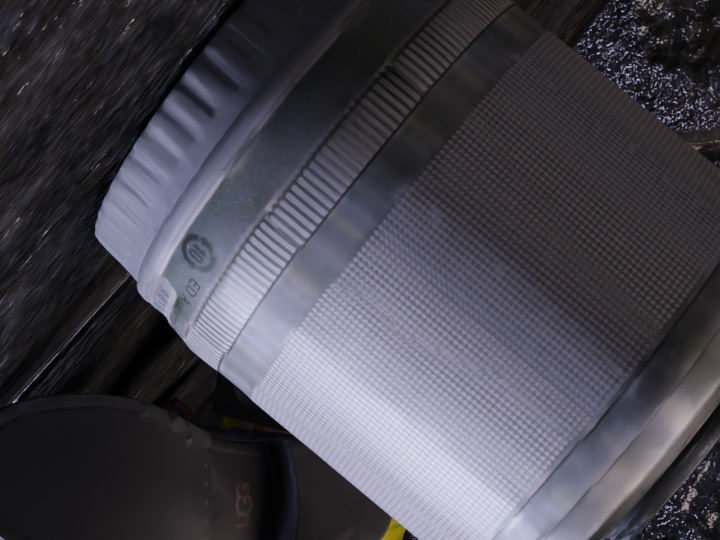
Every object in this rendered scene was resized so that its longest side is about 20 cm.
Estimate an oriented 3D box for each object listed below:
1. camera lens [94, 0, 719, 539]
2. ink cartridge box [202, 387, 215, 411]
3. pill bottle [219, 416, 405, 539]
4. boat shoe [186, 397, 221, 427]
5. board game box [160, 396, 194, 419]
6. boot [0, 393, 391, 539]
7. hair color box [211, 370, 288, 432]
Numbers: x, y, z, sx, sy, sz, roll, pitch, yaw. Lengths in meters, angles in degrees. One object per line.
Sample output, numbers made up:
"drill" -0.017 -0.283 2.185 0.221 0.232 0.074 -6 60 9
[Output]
"camera lens" 0.032 -0.003 0.689 0.160 0.200 0.160 -51 177 -3
"ink cartridge box" 0.000 0.000 1.149 0.162 0.050 0.200 -53 180 23
"pill bottle" -0.032 0.129 1.057 0.109 0.109 0.201 -42 152 -71
"boat shoe" -0.103 0.135 1.291 0.065 0.074 0.202 -44 177 31
"board game box" -0.158 0.134 1.258 0.103 0.019 0.200 -50 177 7
"boot" -0.100 0.090 0.850 0.174 0.199 0.070 -2 -101 56
"hair color box" 0.012 0.003 0.941 0.200 0.064 0.112 -15 113 -60
